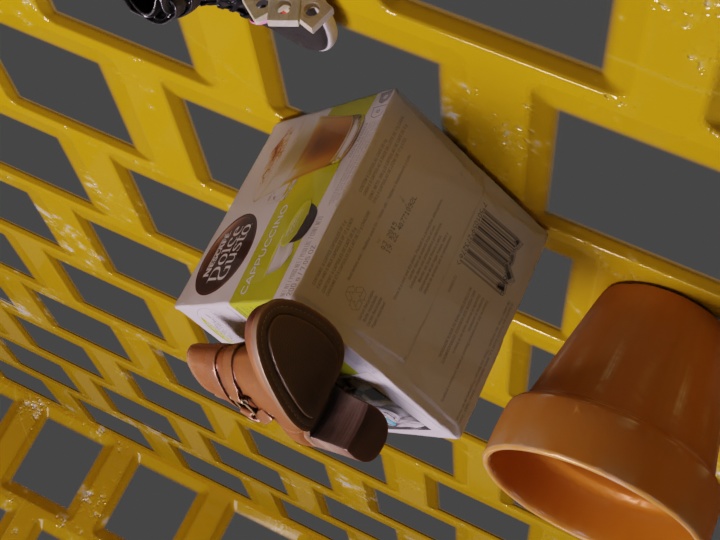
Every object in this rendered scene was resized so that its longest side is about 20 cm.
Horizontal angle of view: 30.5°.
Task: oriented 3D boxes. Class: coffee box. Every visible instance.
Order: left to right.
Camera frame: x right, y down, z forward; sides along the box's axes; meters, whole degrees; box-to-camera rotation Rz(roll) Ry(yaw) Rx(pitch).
[{"bbox_3d":[0.000,0.000,1.119,0.199,0.202,0.197,39,157,-27],"label":"coffee box"}]

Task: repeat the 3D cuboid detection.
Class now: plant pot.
[{"bbox_3d":[0.229,0.121,1.127,0.198,0.185,0.201,24,159,10],"label":"plant pot"}]

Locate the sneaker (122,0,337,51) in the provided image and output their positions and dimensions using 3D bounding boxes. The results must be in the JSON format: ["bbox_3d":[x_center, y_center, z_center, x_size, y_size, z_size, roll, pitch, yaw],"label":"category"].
[{"bbox_3d":[-0.106,-0.199,0.944,0.199,0.100,0.070,39,155,-28],"label":"sneaker"}]

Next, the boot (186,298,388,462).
[{"bbox_3d":[-0.079,0.076,1.018,0.153,0.074,0.201,18,153,36],"label":"boot"}]

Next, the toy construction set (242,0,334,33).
[{"bbox_3d":[-0.057,-0.245,0.803,0.130,0.093,0.201,23,148,14],"label":"toy construction set"}]
